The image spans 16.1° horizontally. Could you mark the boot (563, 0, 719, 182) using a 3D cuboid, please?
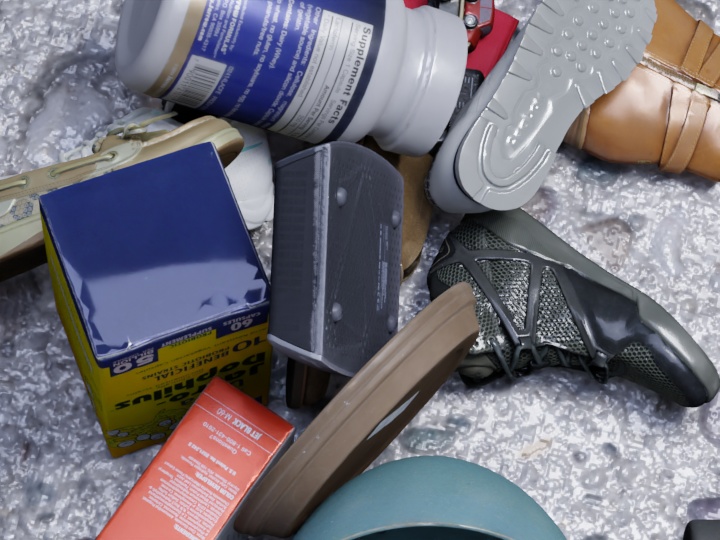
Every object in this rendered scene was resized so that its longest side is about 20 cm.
[{"bbox_3d":[0.200,-0.162,1.685,0.155,0.077,0.200,18,72,5],"label":"boot"}]

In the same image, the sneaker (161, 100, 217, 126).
[{"bbox_3d":[-0.053,-0.153,1.660,0.088,0.076,0.200,34,86,1],"label":"sneaker"}]

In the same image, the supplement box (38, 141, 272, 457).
[{"bbox_3d":[-0.121,0.022,1.532,0.109,0.200,0.110,-19,72,-9],"label":"supplement box"}]

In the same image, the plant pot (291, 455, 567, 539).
[{"bbox_3d":[0.042,0.186,1.503,0.200,0.200,0.135,5,33,-1],"label":"plant pot"}]

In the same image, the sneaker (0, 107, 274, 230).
[{"bbox_3d":[-0.153,-0.064,1.621,0.200,0.070,0.080,-5,111,-10],"label":"sneaker"}]

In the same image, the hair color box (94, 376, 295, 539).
[{"bbox_3d":[-0.120,0.171,1.524,0.064,0.111,0.200,32,70,8],"label":"hair color box"}]

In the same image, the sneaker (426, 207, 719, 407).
[{"bbox_3d":[0.124,0.048,1.606,0.199,0.076,0.114,34,73,13],"label":"sneaker"}]

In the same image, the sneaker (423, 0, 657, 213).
[{"bbox_3d":[0.110,-0.118,1.621,0.076,0.080,0.200,44,71,-11],"label":"sneaker"}]

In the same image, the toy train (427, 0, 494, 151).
[{"bbox_3d":[0.067,-0.171,1.686,0.046,0.034,0.200,7,69,-4],"label":"toy train"}]

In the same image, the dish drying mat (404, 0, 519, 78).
[{"bbox_3d":[0.001,-0.174,1.712,0.200,0.018,0.077,21,70,5],"label":"dish drying mat"}]

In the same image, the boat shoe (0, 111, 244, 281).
[{"bbox_3d":[-0.169,-0.054,1.550,0.200,0.073,0.063,-24,79,-1],"label":"boat shoe"}]

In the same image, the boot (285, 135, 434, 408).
[{"bbox_3d":[0.000,0.000,1.621,0.075,0.074,0.200,18,67,-6],"label":"boot"}]

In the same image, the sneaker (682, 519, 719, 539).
[{"bbox_3d":[0.256,0.246,1.541,0.108,0.067,0.202,-1,67,-1],"label":"sneaker"}]

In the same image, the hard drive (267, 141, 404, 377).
[{"bbox_3d":[-0.013,-0.004,1.492,0.042,0.200,0.135,2,87,13],"label":"hard drive"}]

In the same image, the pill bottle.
[{"bbox_3d":[-0.042,-0.141,1.579,0.200,0.116,0.116,16,68,-20],"label":"pill bottle"}]

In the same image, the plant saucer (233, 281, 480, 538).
[{"bbox_3d":[0.003,0.088,1.501,0.029,0.200,0.200,43,73,8],"label":"plant saucer"}]
